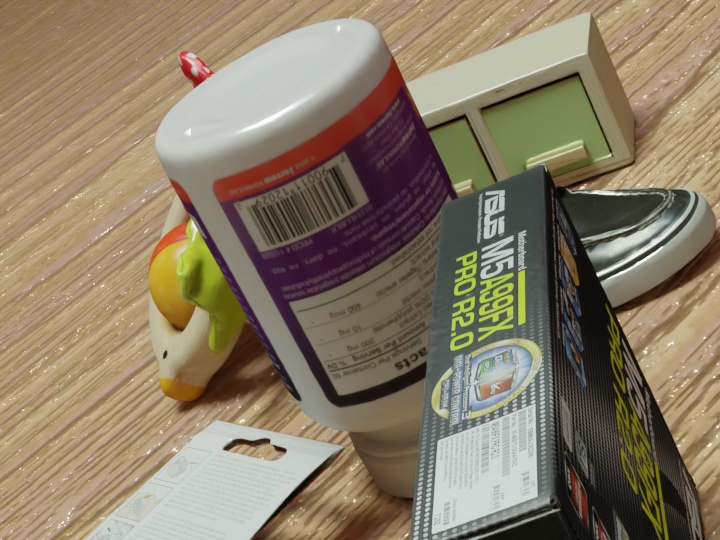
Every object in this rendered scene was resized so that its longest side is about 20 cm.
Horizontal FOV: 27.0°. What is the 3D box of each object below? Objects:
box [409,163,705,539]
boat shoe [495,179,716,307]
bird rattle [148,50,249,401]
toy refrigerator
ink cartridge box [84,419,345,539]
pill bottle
[{"bbox_3d":[0.074,0.079,0.493,0.044,0.161,0.201,-22,24,17],"label":"box"},{"bbox_3d":[0.082,-0.011,0.775,0.198,0.064,0.071,-18,26,23],"label":"boat shoe"},{"bbox_3d":[-0.090,-0.019,0.872,0.164,0.112,0.201,-56,41,35],"label":"bird rattle"},{"bbox_3d":[0.060,-0.077,0.912,0.198,0.076,0.070,-19,26,20],"label":"toy refrigerator"},{"bbox_3d":[-0.093,0.153,0.666,0.108,0.051,0.200,3,39,50],"label":"ink cartridge box"},{"bbox_3d":[0.000,0.000,0.676,0.110,0.201,0.112,-22,25,11],"label":"pill bottle"}]
